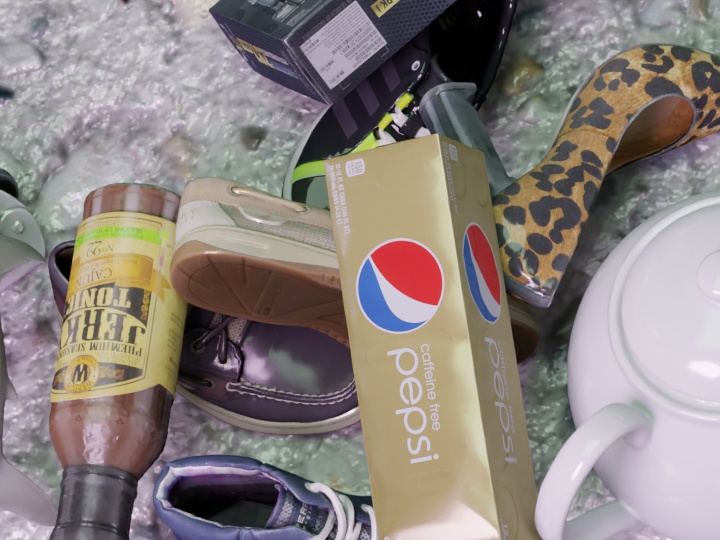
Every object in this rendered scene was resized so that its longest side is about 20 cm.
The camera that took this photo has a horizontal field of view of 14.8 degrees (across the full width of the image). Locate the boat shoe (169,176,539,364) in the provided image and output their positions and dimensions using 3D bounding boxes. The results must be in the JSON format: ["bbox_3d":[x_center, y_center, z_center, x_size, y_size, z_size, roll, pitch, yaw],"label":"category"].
[{"bbox_3d":[0.000,0.000,1.426,0.199,0.072,0.065,14,52,-15],"label":"boat shoe"}]

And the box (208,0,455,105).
[{"bbox_3d":[0.023,-0.179,1.514,0.200,0.051,0.158,-40,21,-7],"label":"box"}]

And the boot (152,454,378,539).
[{"bbox_3d":[-0.006,0.142,1.382,0.199,0.090,0.073,6,65,19],"label":"boot"}]

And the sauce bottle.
[{"bbox_3d":[-0.123,0.055,1.403,0.064,0.065,0.201,-3,63,15],"label":"sauce bottle"}]

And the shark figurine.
[{"bbox_3d":[-0.200,0.023,1.464,0.089,0.128,0.215,-12,67,-39],"label":"shark figurine"}]

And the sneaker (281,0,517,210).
[{"bbox_3d":[0.023,-0.087,1.483,0.072,0.083,0.201,31,72,-10],"label":"sneaker"}]

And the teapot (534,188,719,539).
[{"bbox_3d":[0.182,0.037,1.349,0.196,0.146,0.201,-7,63,13],"label":"teapot"}]

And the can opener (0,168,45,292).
[{"bbox_3d":[-0.263,0.023,1.551,0.200,0.053,0.066,-38,25,-6],"label":"can opener"}]

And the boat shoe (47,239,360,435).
[{"bbox_3d":[-0.082,0.031,1.476,0.199,0.065,0.072,19,70,24],"label":"boat shoe"}]

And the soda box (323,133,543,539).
[{"bbox_3d":[0.036,0.041,1.333,0.064,0.068,0.201,-13,79,21],"label":"soda box"}]

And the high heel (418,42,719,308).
[{"bbox_3d":[0.140,-0.044,1.426,0.199,0.072,0.143,-8,52,-17],"label":"high heel"}]
